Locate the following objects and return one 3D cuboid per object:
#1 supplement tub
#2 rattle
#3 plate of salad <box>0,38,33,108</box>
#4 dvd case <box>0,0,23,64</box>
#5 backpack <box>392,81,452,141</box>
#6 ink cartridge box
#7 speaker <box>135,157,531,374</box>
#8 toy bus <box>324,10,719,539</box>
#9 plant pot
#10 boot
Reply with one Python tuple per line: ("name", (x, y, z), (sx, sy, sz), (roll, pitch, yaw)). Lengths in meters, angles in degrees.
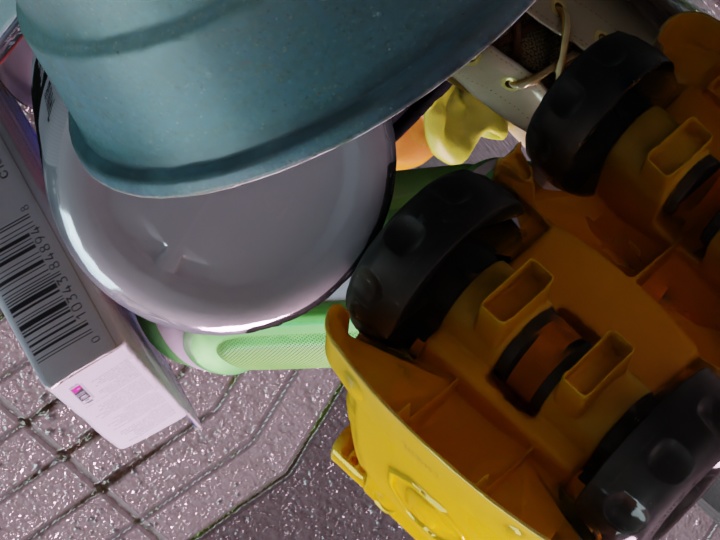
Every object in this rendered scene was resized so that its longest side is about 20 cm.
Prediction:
("supplement tub", (-0.060, -0.059, 1.045), (0.123, 0.123, 0.200), (44, -175, -17))
("rattle", (0.070, -0.046, 1.423), (0.200, 0.143, 0.130), (49, 163, 28))
("plate of salad", (-0.167, -0.171, 1.280), (0.200, 0.048, 0.200), (-8, -90, -78))
("dvd case", (-0.150, -0.168, 1.064), (0.146, 0.200, 0.022), (52, -149, 11))
("backpack", (-0.049, -0.115, 1.317), (0.168, 0.200, 0.163), (43, 179, -6))
("ink cartridge box", (-0.144, -0.021, 1.203), (0.197, 0.043, 0.200), (59, 177, 15))
("speaker", (0.000, 0.000, 1.168), (0.200, 0.089, 0.088), (-3, 144, 40))
("toy bus", (0.087, 0.034, 1.026), (0.136, 0.200, 0.192), (41, 157, 16))
("plant pot", (-0.056, -0.159, 0.827), (0.196, 0.200, 0.200), (53, 174, -30))
("boot", (0.082, -0.075, 1.091), (0.155, 0.073, 0.200), (43, -169, 24))
